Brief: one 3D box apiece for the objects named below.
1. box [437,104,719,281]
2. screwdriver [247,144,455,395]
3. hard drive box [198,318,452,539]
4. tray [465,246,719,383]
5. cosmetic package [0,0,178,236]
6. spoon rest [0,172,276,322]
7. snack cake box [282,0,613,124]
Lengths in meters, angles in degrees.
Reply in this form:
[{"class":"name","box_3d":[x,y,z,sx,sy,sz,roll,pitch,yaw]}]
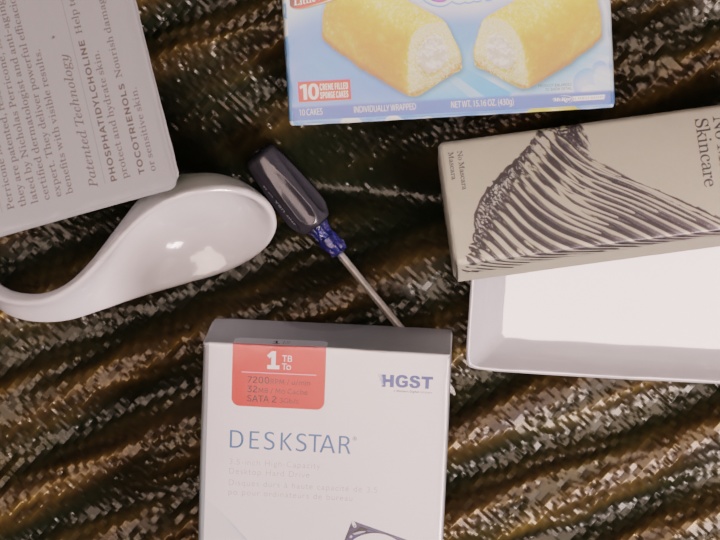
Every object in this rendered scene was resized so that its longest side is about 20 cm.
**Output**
[{"class":"box","box_3d":[0.149,-0.048,1.589,0.198,0.068,0.083,-9,80,1]},{"class":"screwdriver","box_3d":[0.000,0.000,1.645,0.200,0.028,0.029,47,125,-4]},{"class":"hard drive box","box_3d":[-0.023,0.137,1.630,0.155,0.077,0.202,2,100,3]},{"class":"tray","box_3d":[0.168,0.014,1.638,0.198,0.022,0.108,3,97,3]},{"class":"cosmetic package","box_3d":[-0.247,-0.100,1.534,0.199,0.167,0.168,-18,98,-38]},{"class":"spoon rest","box_3d":[-0.148,-0.011,1.625,0.199,0.099,0.061,-14,60,10]},{"class":"snack cake box","box_3d":[0.053,-0.154,1.595,0.198,0.067,0.116,-3,97,3]}]
